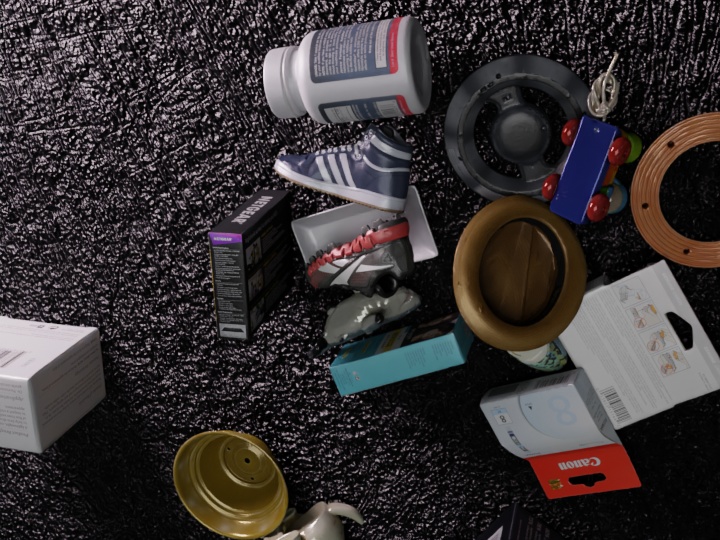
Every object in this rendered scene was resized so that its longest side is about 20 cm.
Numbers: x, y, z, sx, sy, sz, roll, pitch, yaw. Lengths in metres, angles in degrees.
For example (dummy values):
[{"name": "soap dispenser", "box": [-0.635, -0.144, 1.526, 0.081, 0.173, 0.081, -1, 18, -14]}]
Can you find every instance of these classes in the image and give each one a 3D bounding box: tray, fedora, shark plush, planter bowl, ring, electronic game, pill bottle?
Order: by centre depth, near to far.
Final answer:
[{"name": "ring", "box": [0.437, -0.099, 1.101, 0.198, 0.019, 0.203, 3, 113, 8]}, {"name": "pill bottle", "box": [-0.017, -0.252, 1.135, 0.198, 0.120, 0.121, -3, 110, 18]}, {"name": "electronic game", "box": [0.206, -0.177, 1.137, 0.198, 0.042, 0.202, 5, 118, 9]}, {"name": "fedora", "box": [0.199, 0.005, 1.167, 0.198, 0.082, 0.203, 1, 86, -14]}, {"name": "tray", "box": [0.006, -0.049, 1.263, 0.198, 0.022, 0.108, -14, 107, 22]}, {"name": "shark plush", "box": [-0.003, 0.087, 1.292, 0.200, 0.083, 0.091, -47, 51, 24]}, {"name": "planter bowl", "box": [-0.198, 0.329, 1.443, 0.198, 0.084, 0.203, 6, 112, 14]}]

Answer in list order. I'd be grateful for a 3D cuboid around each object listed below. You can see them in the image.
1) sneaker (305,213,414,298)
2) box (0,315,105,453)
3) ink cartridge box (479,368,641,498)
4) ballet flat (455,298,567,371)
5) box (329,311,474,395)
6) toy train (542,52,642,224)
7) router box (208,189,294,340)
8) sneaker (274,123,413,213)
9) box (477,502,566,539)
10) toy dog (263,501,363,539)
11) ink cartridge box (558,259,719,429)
[{"name": "sneaker", "box": [0.000, 0.000, 1.205, 0.200, 0.071, 0.099, -25, 86, 44]}, {"name": "box", "box": [-0.551, 0.178, 1.427, 0.197, 0.200, 0.132, 6, 111, 14]}, {"name": "ink cartridge box", "box": [0.283, 0.246, 1.260, 0.159, 0.047, 0.201, -21, 103, 39]}, {"name": "ballet flat", "box": [0.204, 0.080, 1.227, 0.200, 0.074, 0.074, 41, 117, -2]}, {"name": "box", "box": [0.059, 0.120, 1.280, 0.198, 0.082, 0.050, -18, 104, 22]}, {"name": "toy train", "box": [0.308, -0.158, 1.080, 0.084, 0.115, 0.202, 31, 113, 37]}, {"name": "router box", "box": [-0.145, -0.013, 1.225, 0.050, 0.200, 0.151, 4, 111, 13]}, {"name": "sneaker", "box": [-0.019, -0.156, 1.204, 0.198, 0.070, 0.110, 19, 105, 20]}, {"name": "box", "box": [0.270, 0.474, 1.320, 0.199, 0.148, 0.105, 38, 117, 0]}, {"name": "toy dog", "box": [-0.064, 0.490, 1.454, 0.193, 0.139, 0.201, -29, 101, -12]}, {"name": "ink cartridge box", "box": [0.374, 0.096, 1.194, 0.175, 0.045, 0.201, -28, 101, 26]}]
